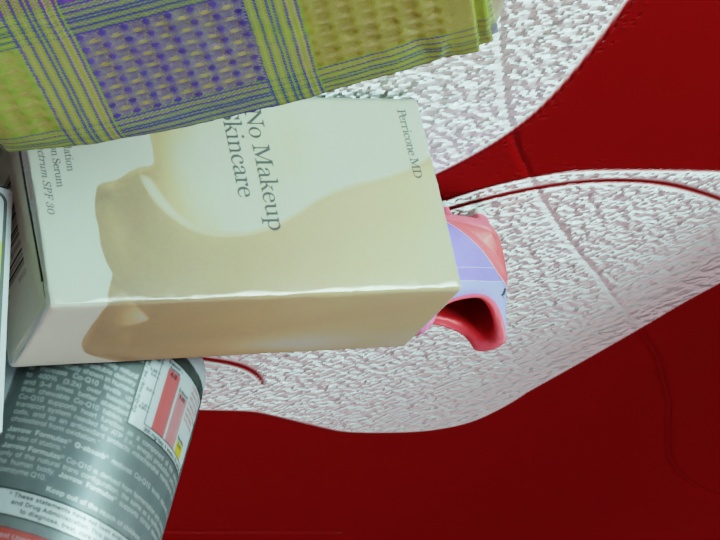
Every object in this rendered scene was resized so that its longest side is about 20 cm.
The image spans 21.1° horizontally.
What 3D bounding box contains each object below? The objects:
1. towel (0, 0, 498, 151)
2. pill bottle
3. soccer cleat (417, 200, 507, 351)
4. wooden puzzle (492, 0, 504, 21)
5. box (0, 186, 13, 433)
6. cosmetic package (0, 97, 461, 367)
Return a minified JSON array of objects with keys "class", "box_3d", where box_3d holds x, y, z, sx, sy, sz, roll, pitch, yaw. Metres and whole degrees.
[{"class":"towel","box_3d":[-0.047,-0.096,0.672,0.198,0.023,0.144,-15,156,2]},{"class":"pill bottle","box_3d":[-0.137,0.075,0.907,0.115,0.201,0.116,11,149,7]},{"class":"soccer cleat","box_3d":[0.000,0.000,1.000,0.199,0.077,0.067,5,153,-40]},{"class":"wooden puzzle","box_3d":[-0.010,-0.147,0.666,0.183,0.047,0.200,-6,154,-19]},{"class":"box","box_3d":[-0.220,0.050,0.850,0.060,0.118,0.200,14,147,-29]},{"class":"cosmetic package","box_3d":[-0.063,-0.020,0.876,0.198,0.106,0.071,-4,158,-27]}]
